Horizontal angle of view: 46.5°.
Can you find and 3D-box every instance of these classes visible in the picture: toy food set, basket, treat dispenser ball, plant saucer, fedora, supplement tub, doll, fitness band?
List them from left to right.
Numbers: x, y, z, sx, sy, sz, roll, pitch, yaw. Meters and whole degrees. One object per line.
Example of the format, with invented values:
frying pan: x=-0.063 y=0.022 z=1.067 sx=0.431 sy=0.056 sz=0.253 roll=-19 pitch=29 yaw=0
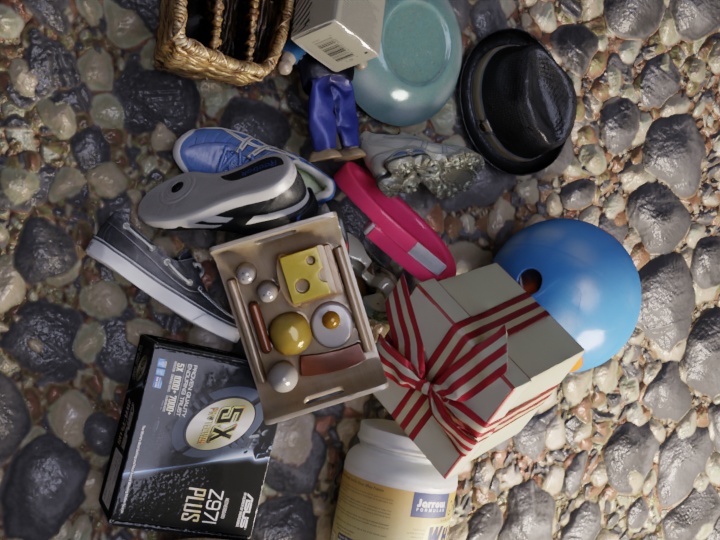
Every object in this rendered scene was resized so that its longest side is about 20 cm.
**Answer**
basket: x=-0.132 y=-0.306 z=0.885 sx=0.142 sy=0.149 sz=0.202 roll=7 pitch=88 yaw=-21
toy food set: x=-0.065 y=0.051 z=0.904 sx=0.142 sy=0.060 sz=0.202 roll=-17 pitch=97 yaw=-2
doll: x=-0.044 y=-0.229 z=0.975 sx=0.136 sy=0.048 sz=0.202 roll=-9 pitch=92 yaw=-43
supplement tub: x=0.041 y=0.295 z=1.037 sx=0.143 sy=0.144 sz=0.202 roll=11 pitch=88 yaw=-25
fitness band: x=0.045 y=-0.053 z=1.025 sx=0.200 sy=0.144 sz=0.037 roll=40 pitch=106 yaw=-23
plant saucer: x=0.062 y=-0.285 z=1.061 sx=0.200 sy=0.039 sz=0.203 roll=-4 pitch=98 yaw=-32
fedora: x=0.229 y=-0.230 z=1.125 sx=0.199 sy=0.091 sz=0.203 roll=-1 pitch=93 yaw=-26
treat dispenser ball: x=0.263 y=0.032 z=1.096 sx=0.199 sy=0.201 sz=0.203 roll=-1 pitch=93 yaw=-25

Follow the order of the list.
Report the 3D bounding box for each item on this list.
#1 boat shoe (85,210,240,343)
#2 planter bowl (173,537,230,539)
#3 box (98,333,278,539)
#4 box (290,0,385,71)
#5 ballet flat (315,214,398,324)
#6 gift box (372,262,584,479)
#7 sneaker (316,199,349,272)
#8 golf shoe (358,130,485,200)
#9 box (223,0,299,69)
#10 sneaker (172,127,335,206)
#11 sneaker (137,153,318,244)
boat shoe: x=-0.208 y=0.008 z=0.948 sx=0.199 sy=0.072 sz=0.068 roll=36 pitch=79 yaw=-15
planter bowl: x=-0.167 y=0.376 z=0.933 sx=0.199 sy=0.200 sz=0.136 roll=17 pitch=58 yaw=-25
box: x=-0.188 y=0.189 z=0.954 sx=0.163 sy=0.086 sz=0.202 roll=16 pitch=86 yaw=-26
box: x=-0.018 y=-0.334 z=0.940 sx=0.082 sy=0.068 sz=0.202 roll=28 pitch=61 yaw=-44
ballet flat: x=0.000 y=0.000 z=1.041 sx=0.200 sy=0.071 sz=0.069 roll=45 pitch=68 yaw=-21
gift box: x=0.123 y=0.098 z=0.976 sx=0.186 sy=0.184 sz=0.201 roll=-16 pitch=140 yaw=-45
sneaker: x=-0.073 y=0.016 z=0.976 sx=0.107 sy=0.067 sz=0.203 roll=-4 pitch=122 yaw=-12
golf shoe: x=0.080 y=-0.147 z=1.071 sx=0.199 sy=0.097 sz=0.079 roll=0 pitch=133 yaw=-48
box: x=-0.085 y=-0.356 z=1.002 sx=0.142 sy=0.036 sz=0.202 roll=19 pitch=86 yaw=-25
sneaker: x=-0.118 y=-0.121 z=0.976 sx=0.199 sy=0.077 sz=0.076 roll=12 pitch=89 yaw=-24
sneaker: x=-0.143 y=-0.056 z=0.940 sx=0.112 sy=0.198 sz=0.074 roll=56 pitch=32 yaw=-45
